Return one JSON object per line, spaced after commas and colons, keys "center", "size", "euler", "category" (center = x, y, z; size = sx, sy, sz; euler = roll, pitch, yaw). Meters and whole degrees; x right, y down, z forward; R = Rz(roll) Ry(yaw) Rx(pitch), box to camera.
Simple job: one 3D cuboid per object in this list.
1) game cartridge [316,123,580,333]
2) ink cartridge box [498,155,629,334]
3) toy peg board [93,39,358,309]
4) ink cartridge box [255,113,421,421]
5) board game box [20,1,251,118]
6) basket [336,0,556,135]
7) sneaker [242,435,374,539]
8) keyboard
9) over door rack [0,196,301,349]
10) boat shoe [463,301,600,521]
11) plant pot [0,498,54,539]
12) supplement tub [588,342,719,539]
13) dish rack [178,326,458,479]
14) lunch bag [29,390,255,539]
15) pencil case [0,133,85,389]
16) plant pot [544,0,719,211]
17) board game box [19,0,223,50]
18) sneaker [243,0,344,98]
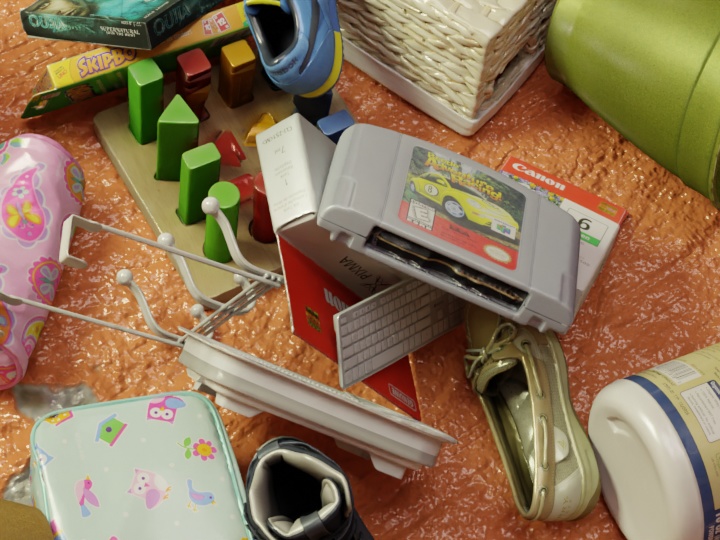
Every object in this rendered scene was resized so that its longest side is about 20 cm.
{"center": [0.069, -0.036, 1.551], "size": [0.199, 0.041, 0.133], "euler": [23, 31, -8], "category": "game cartridge"}
{"center": [0.149, -0.037, 1.682], "size": [0.108, 0.051, 0.200], "euler": [25, 37, 9], "category": "ink cartridge box"}
{"center": [-0.086, -0.106, 1.710], "size": [0.198, 0.098, 0.201], "euler": [-24, 64, -20], "category": "toy peg board"}
{"center": [0.000, 0.000, 1.602], "size": [0.043, 0.200, 0.175], "euler": [-25, 56, 20], "category": "ink cartridge box"}
{"center": [-0.185, -0.172, 1.741], "size": [0.199, 0.095, 0.030], "euler": [-23, 88, -18], "category": "board game box"}
{"center": [0.058, -0.237, 1.792], "size": [0.199, 0.124, 0.136], "euler": [33, 59, 15], "category": "basket"}
{"center": [-0.016, 0.206, 1.475], "size": [0.077, 0.146, 0.203], "euler": [-33, 86, -6], "category": "sneaker"}
{"center": [0.035, 0.036, 1.609], "size": [0.011, 0.057, 0.200], "euler": [-2, 13, 32], "category": "keyboard"}
{"center": [-0.164, 0.000, 1.562], "size": [0.199, 0.148, 0.067], "euler": [6, 63, -34], "category": "over door rack"}
{"center": [0.119, 0.098, 1.615], "size": [0.063, 0.073, 0.202], "euler": [2, 60, -38], "category": "boat shoe"}
{"center": [-0.312, 0.220, 1.448], "size": [0.198, 0.187, 0.188], "euler": [-5, 58, -25], "category": "plant pot"}
{"center": [0.286, 0.124, 1.582], "size": [0.198, 0.145, 0.145], "euler": [-19, 62, -17], "category": "supplement tub"}
{"center": [-0.040, 0.099, 1.543], "size": [0.199, 0.172, 0.044], "euler": [24, 88, -14], "category": "dish rack"}
{"center": [-0.151, 0.191, 1.530], "size": [0.159, 0.077, 0.201], "euler": [-8, 61, -16], "category": "lunch bag"}
{"center": [-0.274, -0.008, 1.639], "size": [0.087, 0.088, 0.201], "euler": [11, 57, 0], "category": "pencil case"}
{"center": [0.264, -0.181, 1.756], "size": [0.192, 0.201, 0.200], "euler": [30, 59, 25], "category": "plant pot"}
{"center": [-0.170, -0.238, 1.756], "size": [0.134, 0.028, 0.200], "euler": [9, 33, 32], "category": "board game box"}
{"center": [-0.063, -0.238, 1.699], "size": [0.066, 0.078, 0.202], "euler": [-20, 66, 25], "category": "sneaker"}
